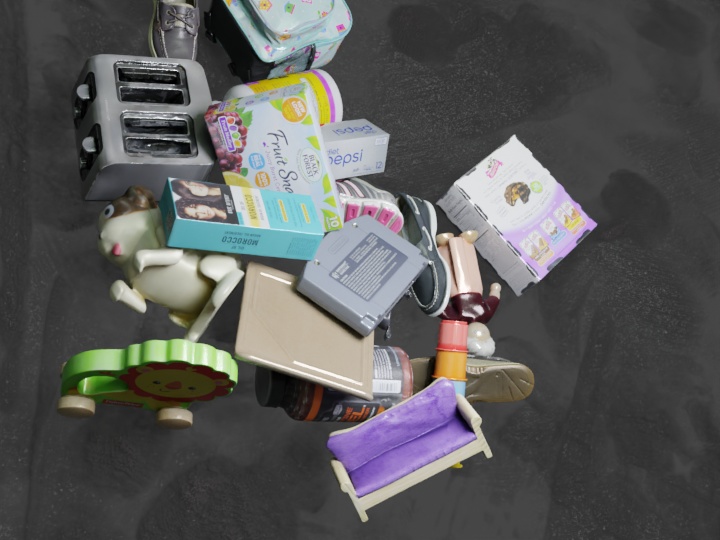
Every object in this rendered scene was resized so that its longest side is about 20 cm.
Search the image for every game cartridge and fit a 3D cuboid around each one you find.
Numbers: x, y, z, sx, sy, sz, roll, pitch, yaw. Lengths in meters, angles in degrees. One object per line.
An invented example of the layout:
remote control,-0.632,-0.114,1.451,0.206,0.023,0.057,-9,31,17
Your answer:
game cartridge,0.000,0.000,1.526,0.133,0.042,0.200,31,38,10

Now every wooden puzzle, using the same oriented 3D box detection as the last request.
wooden puzzle,-0.070,0.080,1.444,0.185,0.037,0.200,20,35,-15

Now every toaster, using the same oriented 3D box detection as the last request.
toaster,-0.293,-0.190,1.549,0.200,0.119,0.181,0,66,-24

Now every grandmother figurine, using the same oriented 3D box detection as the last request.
grandmother figurine,0.156,0.040,1.669,0.121,0.061,0.200,-11,66,-5

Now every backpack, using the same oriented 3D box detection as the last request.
backpack,-0.115,-0.390,1.714,0.200,0.153,0.176,-22,70,-38

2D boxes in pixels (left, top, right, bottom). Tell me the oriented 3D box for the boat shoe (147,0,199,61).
boat shoe,-0.278,-0.383,1.685,0.072,0.065,0.200,7,63,-23

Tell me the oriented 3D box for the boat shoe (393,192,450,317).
boat shoe,0.081,-0.025,1.654,0.060,0.076,0.200,22,43,-41

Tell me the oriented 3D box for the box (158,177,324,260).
box,-0.154,-0.066,1.444,0.200,0.049,0.082,5,42,-25

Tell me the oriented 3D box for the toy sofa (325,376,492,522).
toy sofa,0.060,0.230,1.451,0.200,0.083,0.098,-26,110,-4

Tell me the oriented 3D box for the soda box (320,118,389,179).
soda box,-0.059,-0.172,1.625,0.200,0.064,0.068,-12,34,-34

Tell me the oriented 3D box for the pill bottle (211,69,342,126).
pill bottle,-0.133,-0.230,1.648,0.200,0.104,0.104,-18,73,-30

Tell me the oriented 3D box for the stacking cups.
stacking cups,0.119,0.169,1.545,0.060,0.060,0.201,7,84,-21

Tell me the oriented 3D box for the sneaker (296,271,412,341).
sneaker,-0.008,0.046,1.581,0.200,0.078,0.140,-26,77,-31

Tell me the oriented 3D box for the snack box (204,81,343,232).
snack box,-0.113,-0.140,1.517,0.142,0.200,0.053,-13,26,6

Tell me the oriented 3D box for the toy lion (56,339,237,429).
toy lion,-0.256,0.130,1.359,0.200,0.192,0.069,9,62,-19

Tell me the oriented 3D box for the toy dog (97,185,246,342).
toy dog,-0.255,-0.023,1.474,0.200,0.140,0.194,35,44,-4

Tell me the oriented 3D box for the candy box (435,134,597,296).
candy box,0.247,-0.089,1.767,0.200,0.072,0.168,49,57,4

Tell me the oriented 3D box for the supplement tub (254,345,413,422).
supplement tub,-0.037,0.150,1.499,0.200,0.107,0.107,4,63,-21

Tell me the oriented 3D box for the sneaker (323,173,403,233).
sneaker,-0.034,-0.104,1.651,0.199,0.074,0.088,11,33,-2

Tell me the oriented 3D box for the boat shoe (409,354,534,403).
boat shoe,0.145,0.157,1.603,0.199,0.065,0.073,5,94,-4
